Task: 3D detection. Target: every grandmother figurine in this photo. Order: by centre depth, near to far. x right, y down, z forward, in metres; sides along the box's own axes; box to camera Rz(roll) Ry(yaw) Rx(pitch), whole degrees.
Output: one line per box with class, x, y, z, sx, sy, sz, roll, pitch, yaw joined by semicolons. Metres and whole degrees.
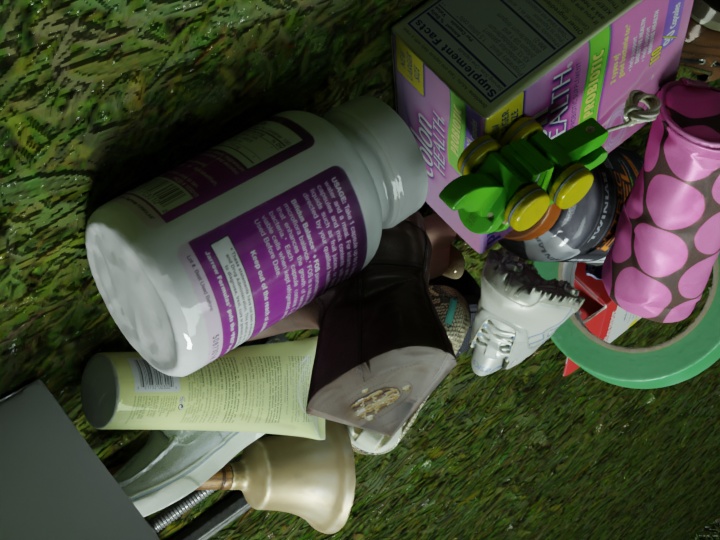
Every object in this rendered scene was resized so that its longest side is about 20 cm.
grandmother figurine;0.000;0.000;1.091;0.199;0.060;0.123;-16;120;-42

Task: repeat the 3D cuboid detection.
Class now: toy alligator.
toy alligator;0.121;-0.064;0.927;0.199;0.059;0.055;-26;151;-35

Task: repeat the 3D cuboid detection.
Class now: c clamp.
c clamp;-0.136;0.202;1.234;0.199;0.027;0.172;-32;153;-25

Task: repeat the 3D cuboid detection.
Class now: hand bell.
hand bell;-0.113;0.162;1.124;0.198;0.105;0.105;0;135;-30

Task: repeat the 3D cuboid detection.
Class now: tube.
tube;-0.101;0.085;1.013;0.199;0.052;0.058;2;127;-41

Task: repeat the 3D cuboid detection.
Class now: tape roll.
tape roll;0.261;0.007;1.330;0.200;0.201;0.048;-46;156;5

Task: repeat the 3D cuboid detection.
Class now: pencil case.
pencil case;0.239;-0.055;1.093;0.090;0.094;0.201;7;138;-4

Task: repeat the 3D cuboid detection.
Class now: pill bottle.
pill bottle;-0.058;-0.029;0.874;0.199;0.112;0.113;-30;153;-27
pill bottle;0.169;-0.059;1.193;0.107;0.106;0.199;-53;155;21

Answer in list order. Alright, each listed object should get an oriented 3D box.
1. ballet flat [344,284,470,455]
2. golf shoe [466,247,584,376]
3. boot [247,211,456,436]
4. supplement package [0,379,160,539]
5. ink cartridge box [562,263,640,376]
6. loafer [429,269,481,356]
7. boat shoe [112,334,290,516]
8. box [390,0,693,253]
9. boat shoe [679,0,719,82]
ballet flat;0.025;0.097;1.141;0.201;0.067;0.076;-58;-171;37
golf shoe;0.118;0.041;1.091;0.098;0.078;0.200;-60;166;2
boot;-0.031;0.047;0.915;0.185;0.201;0.064;-27;120;13
supplement package;-0.244;0.195;0.890;0.199;0.156;0.111;-29;152;-30
ink cartridge box;0.273;0.012;1.523;0.199;0.067;0.117;-36;154;-18
loafer;0.019;0.066;1.213;0.199;0.063;0.072;-30;139;11
boat shoe;-0.124;0.110;1.062;0.200;0.072;0.070;-36;-166;-29
box;0.128;-0.141;1.007;0.199;0.097;0.176;-36;155;-15
boat shoe;0.301;-0.201;1.231;0.199;0.072;0.068;7;131;-49
